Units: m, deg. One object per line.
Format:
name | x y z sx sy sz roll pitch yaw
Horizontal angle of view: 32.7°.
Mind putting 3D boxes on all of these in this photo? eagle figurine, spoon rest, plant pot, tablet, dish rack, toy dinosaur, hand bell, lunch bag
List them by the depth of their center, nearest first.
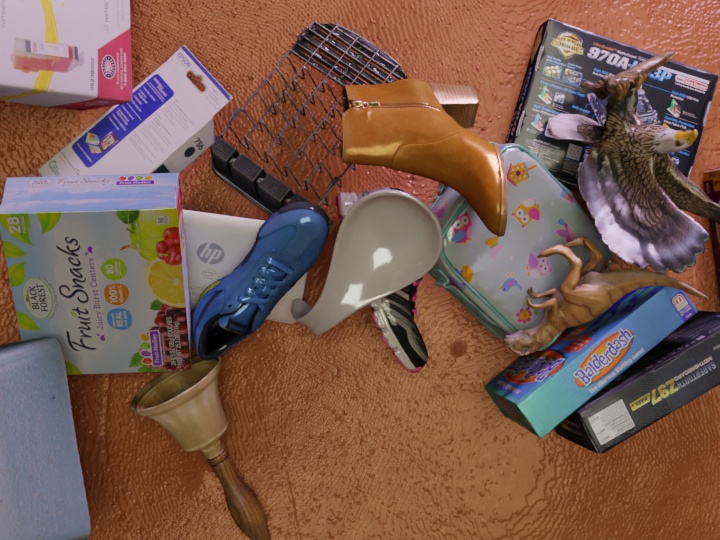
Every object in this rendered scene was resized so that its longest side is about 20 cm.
plant pot | -0.399 0.181 1.128 0.193 0.199 0.199 -9 90 28
spoon rest | 0.000 0.000 1.192 0.099 0.061 0.200 35 124 -13
toy dinosaur | 0.228 0.018 1.194 0.198 0.060 0.107 -27 81 22
eagle figurine | 0.285 -0.101 1.210 0.150 0.151 0.203 -19 96 0
tablet | -0.153 -0.005 1.242 0.197 0.014 0.131 7 131 -6
lunch bag | 0.150 -0.023 1.250 0.200 0.077 0.161 42 81 -25
dish rack | -0.047 -0.151 1.253 0.153 0.055 0.201 35 81 16
hand bell | -0.142 0.197 1.258 0.103 0.104 0.202 -29 105 -5

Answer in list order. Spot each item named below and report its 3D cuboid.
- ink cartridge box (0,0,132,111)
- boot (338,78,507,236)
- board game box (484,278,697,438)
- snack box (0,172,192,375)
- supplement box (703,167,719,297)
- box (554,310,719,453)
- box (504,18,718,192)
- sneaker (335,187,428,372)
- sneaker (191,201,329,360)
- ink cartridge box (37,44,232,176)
ink cartridge box | -0.318 -0.237 1.172 0.083 0.199 0.148 0 91 36
boot | 0.054 -0.104 1.149 0.142 0.071 0.203 -5 48 -10
board game box | 0.229 0.082 1.249 0.199 0.152 0.045 -39 95 -5
snack box | -0.252 0.007 1.193 0.166 0.068 0.202 -1 126 -5
supplement box | 0.431 -0.015 1.290 0.084 0.110 0.203 -8 90 -5
box | 0.294 0.109 1.252 0.198 0.158 0.051 -28 93 -6
box | 0.264 -0.159 1.306 0.197 0.046 0.161 16 89 -5
sneaker | 0.043 0.003 1.270 0.086 0.074 0.202 -20 87 1
sneaker | -0.097 0.017 1.200 0.066 0.079 0.200 33 123 -22
ink cartridge box | -0.222 -0.129 1.241 0.200 0.039 0.100 -41 60 -2
